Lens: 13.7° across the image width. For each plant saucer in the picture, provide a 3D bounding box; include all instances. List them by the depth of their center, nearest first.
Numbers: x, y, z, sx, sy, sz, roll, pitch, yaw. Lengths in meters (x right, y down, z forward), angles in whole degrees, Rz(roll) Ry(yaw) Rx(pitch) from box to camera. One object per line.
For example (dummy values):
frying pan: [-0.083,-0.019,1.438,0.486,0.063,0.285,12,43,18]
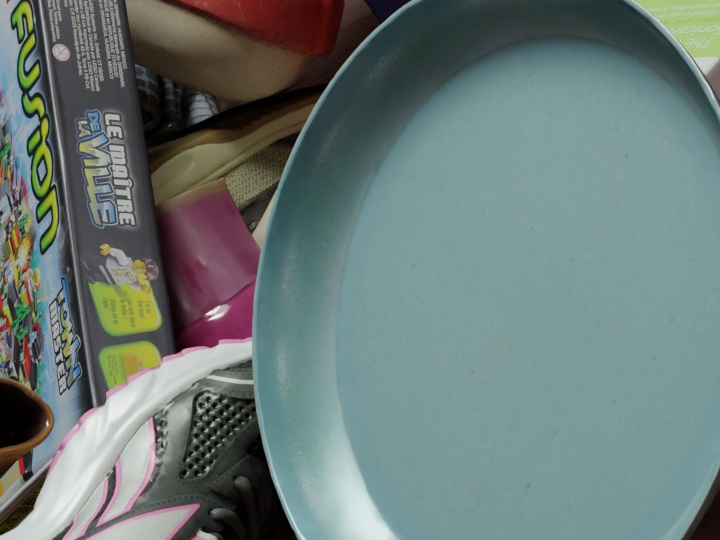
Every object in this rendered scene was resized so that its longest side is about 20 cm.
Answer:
plant saucer: [0.044,0.013,0.868,0.027,0.201,0.200,7,-8,-42]

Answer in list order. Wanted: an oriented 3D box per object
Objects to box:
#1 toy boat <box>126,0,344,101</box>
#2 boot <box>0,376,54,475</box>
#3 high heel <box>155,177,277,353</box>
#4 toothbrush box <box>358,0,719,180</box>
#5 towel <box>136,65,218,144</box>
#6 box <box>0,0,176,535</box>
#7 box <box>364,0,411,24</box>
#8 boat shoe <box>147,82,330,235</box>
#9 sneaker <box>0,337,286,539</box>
toy boat: [-0.090,-0.156,1.163,0.131,0.199,0.131,-47,-19,-83]
boot: [-0.199,0.125,0.962,0.188,0.069,0.200,-32,-2,-37]
high heel: [0.000,0.000,1.105,0.200,0.096,0.067,-23,-4,-39]
toothbrush box: [0.106,-0.063,0.978,0.145,0.086,0.200,-2,34,46]
towel: [-0.160,-0.046,1.321,0.200,0.086,0.166,-28,23,5]
box: [-0.111,-0.018,1.055,0.035,0.201,0.110,4,-28,-30]
box: [0.098,-0.126,1.118,0.199,0.121,0.032,-15,42,25]
boat shoe: [-0.047,-0.028,1.172,0.073,0.065,0.200,-13,9,39]
sneaker: [-0.070,0.104,0.932,0.086,0.081,0.200,28,56,38]
